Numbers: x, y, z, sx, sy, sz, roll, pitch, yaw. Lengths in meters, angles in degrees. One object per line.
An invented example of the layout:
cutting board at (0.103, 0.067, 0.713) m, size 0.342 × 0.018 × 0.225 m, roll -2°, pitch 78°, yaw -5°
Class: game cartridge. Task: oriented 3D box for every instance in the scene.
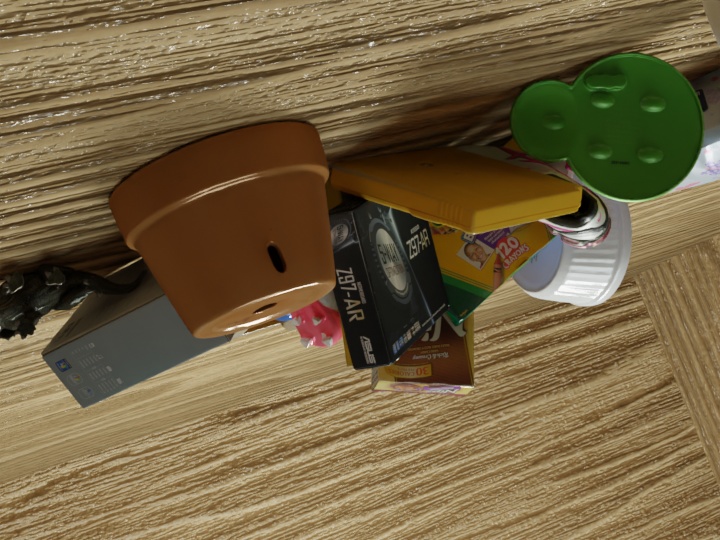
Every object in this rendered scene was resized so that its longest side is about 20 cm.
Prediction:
game cartridge at (0.099, -0.082, 1.260) m, size 0.176 × 0.033 × 0.200 m, roll -12°, pitch -154°, yaw -41°

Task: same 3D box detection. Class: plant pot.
plant pot at (-0.107, -0.028, 1.123) m, size 0.199 × 0.141 × 0.200 m, roll -21°, pitch 171°, yaw -4°

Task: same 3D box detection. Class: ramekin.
ramekin at (0.269, -0.050, 1.688) m, size 0.094 × 0.203 × 0.202 m, roll -3°, pitch 164°, yaw -26°

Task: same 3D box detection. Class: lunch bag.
lunch bag at (0.425, -0.171, 1.529) m, size 0.169 × 0.128 × 0.200 m, roll -22°, pitch -179°, yaw 25°

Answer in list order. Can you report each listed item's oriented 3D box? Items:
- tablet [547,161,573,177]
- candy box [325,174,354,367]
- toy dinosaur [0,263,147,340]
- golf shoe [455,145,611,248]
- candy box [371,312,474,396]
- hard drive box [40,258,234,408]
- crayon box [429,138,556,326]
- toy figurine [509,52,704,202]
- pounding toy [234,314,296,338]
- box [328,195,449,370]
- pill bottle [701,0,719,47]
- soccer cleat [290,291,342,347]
tablet at (0.216, -0.090, 1.600) m, size 0.014 × 0.131 × 0.200 m, roll 26°, pitch 153°, yaw -14°
candy box at (0.000, 0.000, 1.339) m, size 0.026 × 0.201 × 0.102 m, roll -10°, pitch 175°, yaw 21°
toy dinosaur at (-0.313, 0.022, 1.235) m, size 0.200 × 0.077 × 0.102 m, roll -31°, pitch -165°, yaw -22°
golf shoe at (0.179, -0.094, 1.360) m, size 0.073 × 0.199 × 0.092 m, roll -64°, pitch 160°, yaw -7°
candy box at (0.075, 0.046, 1.497) m, size 0.116 × 0.201 × 0.056 m, roll 3°, pitch 162°, yaw -7°
hard drive box at (-0.207, 0.039, 1.294) m, size 0.199 × 0.077 × 0.156 m, roll -25°, pitch -159°, yaw 27°
crayon box at (0.146, -0.046, 1.453) m, size 0.200 × 0.119 × 0.058 m, roll -42°, pitch 174°, yaw -7°
toy figurine at (0.239, -0.142, 1.339) m, size 0.199 × 0.151 × 0.184 m, roll 2°, pitch 178°, yaw -5°
pounding toy at (-0.067, 0.017, 1.466) m, size 0.183 × 0.143 × 0.200 m, roll -16°, pitch 170°, yaw -25°
box at (0.027, -0.004, 1.315) m, size 0.043 × 0.161 × 0.200 m, roll -10°, pitch -169°, yaw 24°
pill bottle at (0.406, -0.243, 1.079) m, size 0.199 × 0.116 × 0.116 m, roll -24°, pitch 170°, yaw 25°
soccer cleat at (-0.059, -0.010, 1.309) m, size 0.066 × 0.201 × 0.077 m, roll -4°, pitch -148°, yaw 28°
